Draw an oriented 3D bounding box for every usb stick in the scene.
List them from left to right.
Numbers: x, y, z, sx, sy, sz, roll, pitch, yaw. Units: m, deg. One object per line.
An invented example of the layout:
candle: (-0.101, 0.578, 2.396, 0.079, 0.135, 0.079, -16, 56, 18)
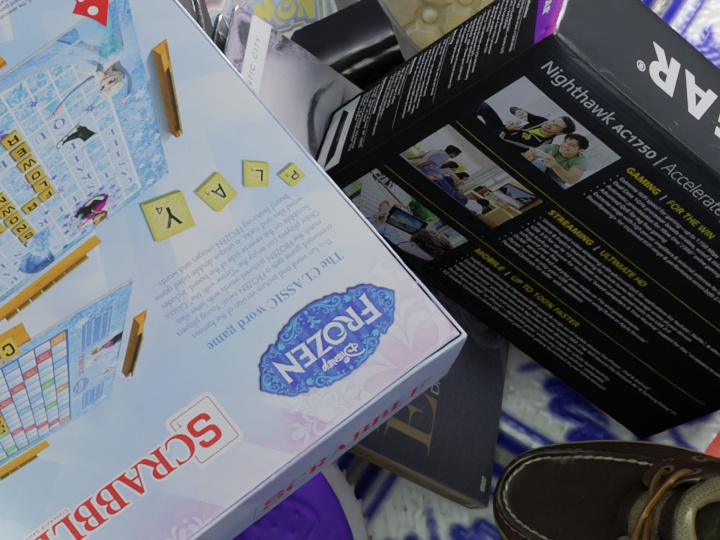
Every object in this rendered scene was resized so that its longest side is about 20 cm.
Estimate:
usb stick: (0.057, -0.130, 0.818, 0.200, 0.033, 0.055, -24, 31, 9)

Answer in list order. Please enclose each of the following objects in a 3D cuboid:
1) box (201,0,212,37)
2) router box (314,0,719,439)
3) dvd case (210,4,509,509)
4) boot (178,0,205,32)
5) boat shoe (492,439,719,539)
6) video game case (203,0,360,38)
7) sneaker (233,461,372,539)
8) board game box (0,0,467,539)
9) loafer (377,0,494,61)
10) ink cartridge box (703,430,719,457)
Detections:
box: (-0.101, -0.133, 0.794, 0.044, 0.160, 0.200, -18, 69, 3)
router box: (0.101, -0.020, 0.706, 0.200, 0.149, 0.051, 36, 51, -23)
dvd case: (0.000, 0.000, 0.745, 0.016, 0.200, 0.149, -10, 61, 41)
boot: (-0.124, -0.029, 0.620, 0.181, 0.073, 0.200, -16, 77, -13)
boat shoe: (0.142, 0.105, 0.732, 0.200, 0.072, 0.072, 13, 72, 28)
video game case: (-0.062, -0.164, 0.896, 0.200, 0.023, 0.182, -25, 69, 0)
sneaker: (-0.035, 0.152, 0.690, 0.069, 0.100, 0.200, -9, 110, 23)
board game box: (-0.106, 0.009, 0.554, 0.200, 0.041, 0.200, -35, 76, -18)
loafer: (0.056, -0.090, 0.768, 0.070, 0.200, 0.070, -18, 33, 14)
ink cartridge box: (0.265, 0.083, 0.750, 0.200, 0.057, 0.163, 36, 80, 13)
